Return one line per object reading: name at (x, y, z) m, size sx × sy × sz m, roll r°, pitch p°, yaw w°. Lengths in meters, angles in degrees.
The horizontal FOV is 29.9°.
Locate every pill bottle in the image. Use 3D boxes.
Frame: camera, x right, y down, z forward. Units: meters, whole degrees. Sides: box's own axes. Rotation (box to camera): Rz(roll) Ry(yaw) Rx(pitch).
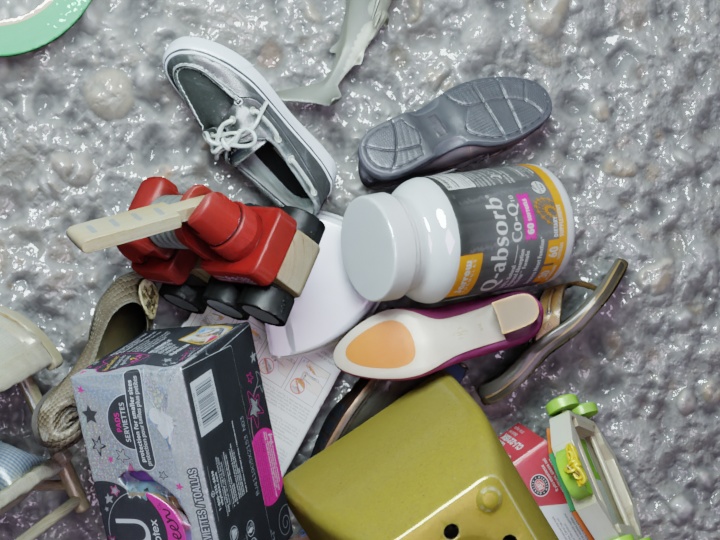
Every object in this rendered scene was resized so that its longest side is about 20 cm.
pill bottle at (0.089, -0.032, 1.238) m, size 0.198 × 0.116 × 0.118 m, roll -10°, pitch 100°, yaw -31°

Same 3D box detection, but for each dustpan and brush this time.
dustpan and brush at (0.000, 0.000, 1.284) m, size 0.198 × 0.057 × 0.141 m, roll -10°, pitch 88°, yaw -6°

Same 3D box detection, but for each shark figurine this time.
shark figurine at (-0.013, -0.252, 1.242) m, size 0.089 × 0.128 × 0.216 m, roll 28°, pitch 109°, yaw 9°

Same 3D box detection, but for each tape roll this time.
tape roll at (-0.320, -0.286, 1.163) m, size 0.198 × 0.048 × 0.203 m, roll -2°, pitch 98°, yaw -13°

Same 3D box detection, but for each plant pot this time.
plant pot at (0.071, 0.233, 1.169) m, size 0.193 × 0.200 × 0.197 m, roll -33°, pitch 101°, yaw -8°

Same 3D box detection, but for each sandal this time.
sandal at (0.184, 0.052, 1.330) m, size 0.200 × 0.082 × 0.055 m, roll -42°, pitch 83°, yaw 2°

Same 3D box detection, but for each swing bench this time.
swing bench at (-0.337, 0.139, 1.121) m, size 0.128 × 0.199 × 0.202 m, roll -3°, pitch 101°, yaw 16°

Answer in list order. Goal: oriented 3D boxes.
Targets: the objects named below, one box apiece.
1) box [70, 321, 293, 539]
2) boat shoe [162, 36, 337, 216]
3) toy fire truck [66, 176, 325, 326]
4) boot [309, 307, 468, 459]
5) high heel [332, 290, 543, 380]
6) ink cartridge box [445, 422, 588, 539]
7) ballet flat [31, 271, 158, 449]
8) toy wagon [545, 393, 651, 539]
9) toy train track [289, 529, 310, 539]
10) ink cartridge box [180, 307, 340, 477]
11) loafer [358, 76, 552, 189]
box at (-0.150, 0.161, 1.144) m, size 0.114 × 0.132 × 0.202 m, roll -6°, pitch 102°, yaw 24°
boat shoe at (-0.106, -0.123, 1.218) m, size 0.073 × 0.068 × 0.200 m, roll -27°, pitch 116°, yaw 35°
toy fire truck at (-0.158, -0.030, 1.137) m, size 0.200 × 0.175 × 0.130 m, roll 38°, pitch 69°, yaw -40°
boot at (0.023, 0.146, 1.287) m, size 0.096 × 0.075 × 0.201 m, roll 29°, pitch 86°, yaw -9°
high heel at (0.074, 0.061, 1.263) m, size 0.198 × 0.096 × 0.068 m, roll -20°, pitch 80°, yaw 4°
ink cartridge box at (0.124, 0.271, 1.330) m, size 0.199 × 0.084 × 0.145 m, roll -34°, pitch 104°, yaw -9°
ballet flat at (-0.220, 0.076, 1.182) m, size 0.068 × 0.046 × 0.201 m, roll 63°, pitch 37°, yaw -32°
toy wagon at (0.219, 0.197, 1.289) m, size 0.039 × 0.200 × 0.156 m, roll -27°, pitch 68°, yaw 18°
toy train track at (-0.060, 0.253, 1.303) m, size 0.199 × 0.033 × 0.115 m, roll -31°, pitch 138°, yaw -17°
ink cartridge box at (-0.122, 0.117, 1.278) m, size 0.160 × 0.050 × 0.201 m, roll 34°, pitch 72°, yaw -16°
loafer at (0.086, -0.129, 1.287) m, size 0.198 × 0.063 × 0.072 m, roll -20°, pitch 72°, yaw -15°
